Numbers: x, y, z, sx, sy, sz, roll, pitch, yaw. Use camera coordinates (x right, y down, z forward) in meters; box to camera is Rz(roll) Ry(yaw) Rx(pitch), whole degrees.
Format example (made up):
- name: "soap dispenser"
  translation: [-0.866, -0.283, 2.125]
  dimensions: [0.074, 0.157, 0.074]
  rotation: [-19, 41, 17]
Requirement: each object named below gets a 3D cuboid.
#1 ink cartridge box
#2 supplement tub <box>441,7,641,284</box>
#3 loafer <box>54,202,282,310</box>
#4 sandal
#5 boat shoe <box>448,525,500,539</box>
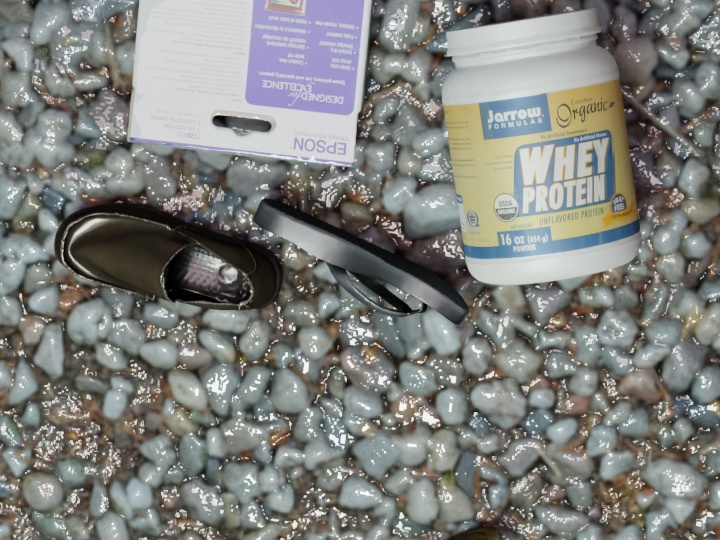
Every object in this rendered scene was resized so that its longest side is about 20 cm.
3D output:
- name: "ink cartridge box"
  translation: [-0.089, -0.198, 1.575]
  dimensions: [0.195, 0.047, 0.202]
  rotation: [7, 100, 4]
- name: "supplement tub"
  translation: [0.142, -0.099, 1.508]
  dimensions: [0.143, 0.145, 0.202]
  rotation: [-8, 97, 8]
- name: "loafer"
  translation: [-0.165, -0.011, 1.595]
  dimensions: [0.198, 0.071, 0.074]
  rotation: [9, 99, 5]
- name: "sandal"
  translation: [0.000, 0.000, 1.580]
  dimensions: [0.199, 0.076, 0.043]
  rotation: [26, 99, 13]
- name: "boat shoe"
  translation: [0.054, 0.298, 1.619]
  dimensions: [0.200, 0.073, 0.065]
  rotation: [-41, 103, 14]
